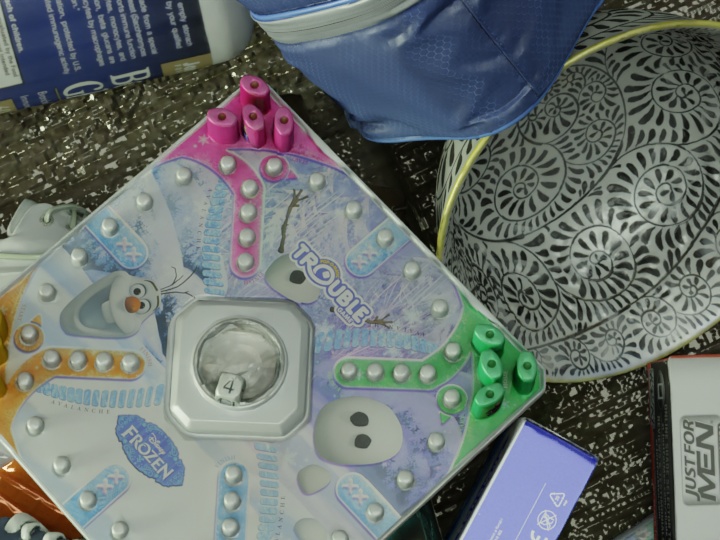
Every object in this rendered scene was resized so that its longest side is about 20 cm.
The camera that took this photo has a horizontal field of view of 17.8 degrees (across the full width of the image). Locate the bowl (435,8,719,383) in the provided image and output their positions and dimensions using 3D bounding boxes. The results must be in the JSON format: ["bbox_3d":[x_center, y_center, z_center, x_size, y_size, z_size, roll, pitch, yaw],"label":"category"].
[{"bbox_3d":[0.109,-0.053,1.103,0.200,0.094,0.202,-14,129,-18],"label":"bowl"}]

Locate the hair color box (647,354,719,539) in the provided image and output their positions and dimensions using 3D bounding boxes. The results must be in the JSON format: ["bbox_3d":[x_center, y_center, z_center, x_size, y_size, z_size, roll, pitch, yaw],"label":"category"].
[{"bbox_3d":[0.242,0.088,1.105,0.199,0.061,0.102,-1,86,-3],"label":"hair color box"}]

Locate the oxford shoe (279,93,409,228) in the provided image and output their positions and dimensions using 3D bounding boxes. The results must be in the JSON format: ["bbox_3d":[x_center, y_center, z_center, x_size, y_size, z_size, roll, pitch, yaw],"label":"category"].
[{"bbox_3d":[0.000,0.000,1.123,0.084,0.073,0.201,-32,89,-10],"label":"oxford shoe"}]

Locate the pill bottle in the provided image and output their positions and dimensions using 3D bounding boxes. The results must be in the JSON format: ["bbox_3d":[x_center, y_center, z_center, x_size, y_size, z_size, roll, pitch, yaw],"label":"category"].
[{"bbox_3d":[-0.115,-0.146,1.108,0.199,0.111,0.112,-13,86,-3],"label":"pill bottle"}]

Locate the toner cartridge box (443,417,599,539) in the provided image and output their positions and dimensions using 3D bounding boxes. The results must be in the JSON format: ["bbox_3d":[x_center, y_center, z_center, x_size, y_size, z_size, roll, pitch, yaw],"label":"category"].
[{"bbox_3d":[0.045,0.168,1.099,0.043,0.095,0.201,29,84,0],"label":"toner cartridge box"}]

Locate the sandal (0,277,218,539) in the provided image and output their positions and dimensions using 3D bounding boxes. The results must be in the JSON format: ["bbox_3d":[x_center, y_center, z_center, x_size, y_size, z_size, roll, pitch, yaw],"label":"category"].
[{"bbox_3d":[-0.127,0.072,1.100,0.206,0.059,0.079,-39,92,26],"label":"sandal"}]

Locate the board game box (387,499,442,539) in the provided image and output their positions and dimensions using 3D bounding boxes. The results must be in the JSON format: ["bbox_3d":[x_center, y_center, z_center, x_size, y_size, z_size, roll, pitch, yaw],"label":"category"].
[{"bbox_3d":[-0.051,0.164,1.071,0.199,0.028,0.136,-25,62,17],"label":"board game box"}]

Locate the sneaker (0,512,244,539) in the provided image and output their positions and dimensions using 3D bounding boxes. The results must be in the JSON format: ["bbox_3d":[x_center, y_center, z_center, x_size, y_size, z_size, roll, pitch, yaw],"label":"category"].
[{"bbox_3d":[-0.108,0.141,1.047,0.146,0.081,0.200,-40,59,0],"label":"sneaker"}]

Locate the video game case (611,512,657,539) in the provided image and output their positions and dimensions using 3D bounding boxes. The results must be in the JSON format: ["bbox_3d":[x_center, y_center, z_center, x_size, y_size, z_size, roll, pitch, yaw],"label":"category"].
[{"bbox_3d":[0.234,0.184,1.141,0.181,0.024,0.201,-32,88,-4],"label":"video game case"}]

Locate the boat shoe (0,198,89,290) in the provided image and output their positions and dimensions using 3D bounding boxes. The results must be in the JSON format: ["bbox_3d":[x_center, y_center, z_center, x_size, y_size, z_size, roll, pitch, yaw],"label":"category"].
[{"bbox_3d":[-0.153,-0.003,1.114,0.199,0.074,0.067,-10,87,-3],"label":"boat shoe"}]

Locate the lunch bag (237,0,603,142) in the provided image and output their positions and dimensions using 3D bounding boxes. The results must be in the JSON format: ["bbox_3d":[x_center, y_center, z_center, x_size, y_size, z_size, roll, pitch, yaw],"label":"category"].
[{"bbox_3d":[0.038,-0.171,1.030,0.132,0.135,0.201,46,62,-29],"label":"lunch bag"}]

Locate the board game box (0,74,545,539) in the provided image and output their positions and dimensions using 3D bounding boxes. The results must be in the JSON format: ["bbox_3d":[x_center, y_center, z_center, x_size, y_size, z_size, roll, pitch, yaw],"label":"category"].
[{"bbox_3d":[-0.053,0.040,1.009,0.200,0.026,0.200,-41,76,-13],"label":"board game box"}]
